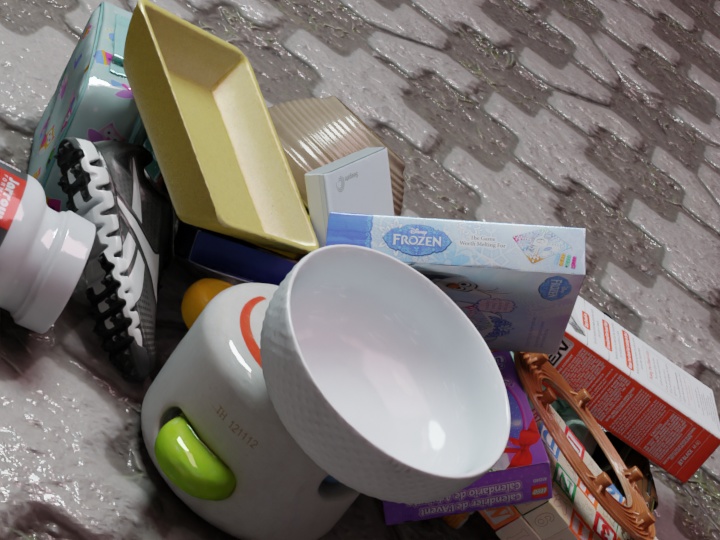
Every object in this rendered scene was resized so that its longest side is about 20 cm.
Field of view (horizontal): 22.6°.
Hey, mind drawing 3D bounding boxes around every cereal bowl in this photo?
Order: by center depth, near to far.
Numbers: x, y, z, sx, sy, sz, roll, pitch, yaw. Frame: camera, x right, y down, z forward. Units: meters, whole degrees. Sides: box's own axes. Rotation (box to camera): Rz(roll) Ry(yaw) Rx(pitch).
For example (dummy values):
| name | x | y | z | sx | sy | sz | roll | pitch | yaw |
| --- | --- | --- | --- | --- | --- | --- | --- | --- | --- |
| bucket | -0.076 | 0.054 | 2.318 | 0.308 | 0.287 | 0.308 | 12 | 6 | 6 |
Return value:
| name | x | y | z | sx | sy | sz | roll | pitch | yaw |
| --- | --- | --- | --- | --- | --- | --- | --- | --- | --- |
| cereal bowl | 0.007 | 0.085 | 1.298 | 0.199 | 0.083 | 0.201 | 27 | 37 | -23 |

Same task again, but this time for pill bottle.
| name | x | y | z | sx | sy | sz | roll | pitch | yaw |
| --- | --- | --- | --- | --- | --- | --- | --- | --- | --- |
| pill bottle | -0.309 | -0.038 | 1.363 | 0.199 | 0.116 | 0.116 | 27 | 28 | -17 |

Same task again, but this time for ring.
| name | x | y | z | sx | sy | sz | roll | pitch | yaw |
| --- | --- | --- | --- | --- | --- | --- | --- | --- | --- |
| ring | 0.197 | 0.145 | 1.550 | 0.201 | 0.019 | 0.201 | 50 | 13 | -16 |

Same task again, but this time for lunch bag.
| name | x | y | z | sx | sy | sz | roll | pitch | yaw |
| --- | --- | --- | --- | --- | --- | --- | --- | --- | --- |
| lunch bag | -0.226 | -0.135 | 1.567 | 0.077 | 0.161 | 0.201 | 23 | 29 | -18 |

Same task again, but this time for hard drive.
| name | x | y | z | sx | sy | sz | roll | pitch | yaw |
| --- | --- | --- | --- | --- | --- | --- | --- | --- | --- |
| hard drive | 0.000 | 0.000 | 1.620 | 0.026 | 0.202 | 0.132 | -2 | 13 | 26 |

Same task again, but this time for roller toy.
| name | x | y | z | sx | sy | sz | roll | pitch | yaw |
| --- | --- | --- | --- | --- | --- | --- | --- | --- | --- |
| roller toy | -0.065 | 0.105 | 1.401 | 0.181 | 0.140 | 0.201 | 25 | 28 | -22 |

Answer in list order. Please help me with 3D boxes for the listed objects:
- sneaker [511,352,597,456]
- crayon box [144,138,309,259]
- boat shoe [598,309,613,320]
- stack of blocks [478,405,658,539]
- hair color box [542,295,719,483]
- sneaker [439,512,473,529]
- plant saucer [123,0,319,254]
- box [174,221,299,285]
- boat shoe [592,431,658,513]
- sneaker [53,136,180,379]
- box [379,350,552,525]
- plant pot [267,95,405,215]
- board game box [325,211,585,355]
| name | x | y | z | sx | sy | sz | roll | pitch | yaw |
| --- | --- | --- | --- | --- | --- | --- | --- | --- | --- |
| sneaker | 0.156 | 0.124 | 1.708 | 0.118 | 0.074 | 0.201 | 32 | 20 | -16 |
| crayon box | -0.120 | -0.077 | 1.672 | 0.199 | 0.051 | 0.127 | 32 | 11 | -33 |
| boat shoe | 0.238 | 0.073 | 1.897 | 0.074 | 0.066 | 0.199 | 40 | 27 | 8 |
| stack of blocks | 0.187 | 0.226 | 1.535 | 0.200 | 0.058 | 0.115 | 50 | 28 | -14 |
| hair color box | 0.241 | 0.102 | 1.699 | 0.199 | 0.064 | 0.111 | 36 | 20 | -8 |
| sneaker | 0.063 | 0.134 | 1.582 | 0.077 | 0.079 | 0.201 | 22 | 31 | -16 |
| plant saucer | -0.122 | -0.105 | 1.486 | 0.200 | 0.048 | 0.201 | 16 | 50 | -67 |
| box | -0.121 | -0.016 | 1.540 | 0.120 | 0.033 | 0.200 | 19 | 2 | -33 |
| boat shoe | 0.241 | 0.208 | 1.696 | 0.068 | 0.072 | 0.200 | 52 | 25 | -7 |
| sneaker | -0.179 | -0.015 | 1.450 | 0.090 | 0.066 | 0.202 | -10 | 82 | -31 |
| box | 0.072 | 0.127 | 1.491 | 0.136 | 0.039 | 0.200 | -9 | 30 | -2 |
| plant pot | -0.022 | -0.105 | 1.765 | 0.201 | 0.093 | 0.201 | 43 | 4 | -4 |
| board game box | 0.071 | 0.014 | 1.447 | 0.197 | 0.200 | 0.044 | 5 | 70 | 1 |
